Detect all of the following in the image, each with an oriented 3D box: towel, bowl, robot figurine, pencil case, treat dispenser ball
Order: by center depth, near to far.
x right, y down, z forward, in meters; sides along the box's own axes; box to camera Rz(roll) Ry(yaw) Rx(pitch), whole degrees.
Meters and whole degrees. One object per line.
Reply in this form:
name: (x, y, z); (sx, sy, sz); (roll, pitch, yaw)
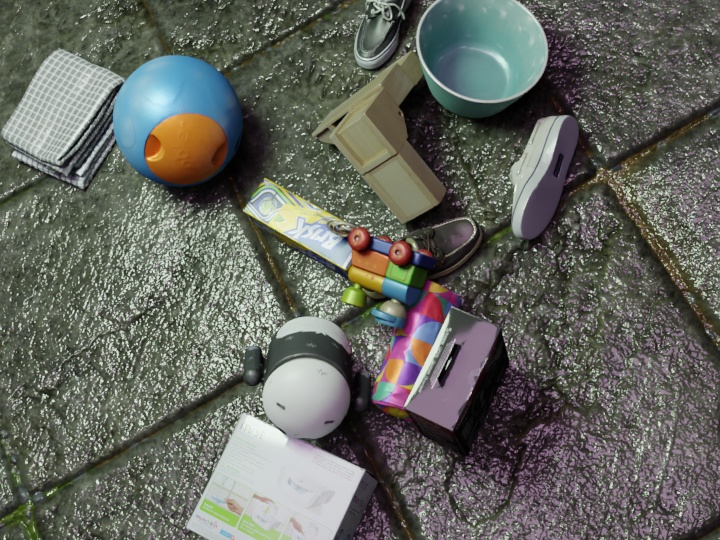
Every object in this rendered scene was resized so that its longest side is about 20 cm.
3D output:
robot figurine: (-0.073, 0.145, 1.440); (0.149, 0.126, 0.201); (-20, 26, 10)
pencil case: (0.079, 0.111, 1.474); (0.088, 0.088, 0.202); (16, 72, 18)
bowl: (0.176, -0.313, 1.580); (0.198, 0.105, 0.203); (2, 67, -4)
treat dispenser ball: (-0.283, -0.232, 1.622); (0.199, 0.201, 0.203); (-5, 69, 12)
towel: (-0.491, -0.259, 1.746); (0.165, 0.086, 0.201); (26, 78, 22)

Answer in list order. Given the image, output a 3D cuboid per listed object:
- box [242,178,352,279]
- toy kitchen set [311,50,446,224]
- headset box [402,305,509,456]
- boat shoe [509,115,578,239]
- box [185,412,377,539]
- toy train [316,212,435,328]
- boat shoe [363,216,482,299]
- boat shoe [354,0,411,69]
box: (-0.076, -0.060, 1.579); (0.199, 0.070, 0.065); (29, 80, 22)
toy kitchen set: (0.041, -0.192, 1.612); (0.163, 0.181, 0.201); (-28, 21, 41)
headset box: (0.130, 0.148, 1.381); (0.077, 0.200, 0.150); (22, 77, 19)
boat shoe: (0.256, -0.139, 1.539); (0.069, 0.071, 0.202); (10, 74, 45)
box: (-0.106, 0.319, 1.430); (0.198, 0.097, 0.178); (21, 75, 20)
toy train: (0.000, 0.000, 1.475); (0.199, 0.084, 0.117); (20, 91, 32)
boat shoe: (0.087, -0.022, 1.528); (0.199, 0.065, 0.074); (-30, 67, 2)
boat shoe: (0.042, -0.424, 1.688); (0.073, 0.068, 0.201); (25, 78, 21)
